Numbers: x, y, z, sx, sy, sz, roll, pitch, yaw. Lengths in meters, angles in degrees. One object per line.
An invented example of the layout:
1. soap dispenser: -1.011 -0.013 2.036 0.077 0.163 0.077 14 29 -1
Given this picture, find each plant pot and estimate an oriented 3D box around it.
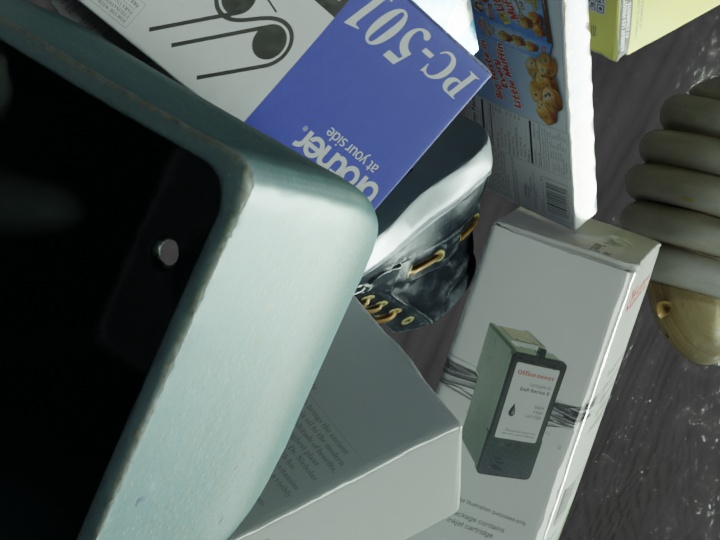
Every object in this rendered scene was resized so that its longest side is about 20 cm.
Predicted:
1. plant pot: -0.105 0.007 1.165 0.200 0.195 0.197 2 115 -62

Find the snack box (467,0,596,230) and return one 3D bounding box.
1. snack box: 0.086 -0.116 1.469 0.024 0.072 0.201 -38 139 -33

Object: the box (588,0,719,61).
1. box: 0.171 -0.178 1.549 0.199 0.075 0.050 -28 132 -42

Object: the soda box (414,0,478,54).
1. soda box: -0.001 -0.170 1.312 0.064 0.068 0.201 -45 142 -28

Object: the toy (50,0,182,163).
1. toy: -0.059 -0.100 1.283 0.115 0.047 0.200 -39 129 -7

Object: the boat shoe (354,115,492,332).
1. boat shoe: 0.000 0.000 1.422 0.200 0.071 0.091 -32 134 -42

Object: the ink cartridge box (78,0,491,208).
1. ink cartridge box: -0.038 -0.110 1.229 0.094 0.044 0.200 -49 130 4

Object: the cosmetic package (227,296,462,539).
1. cosmetic package: -0.061 0.103 1.322 0.199 0.102 0.072 -25 142 -21

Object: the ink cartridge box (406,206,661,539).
1. ink cartridge box: 0.090 0.071 1.545 0.145 0.083 0.201 -29 138 -77

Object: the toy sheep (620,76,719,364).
1. toy sheep: 0.220 -0.043 1.657 0.138 0.137 0.201 23 81 -58
